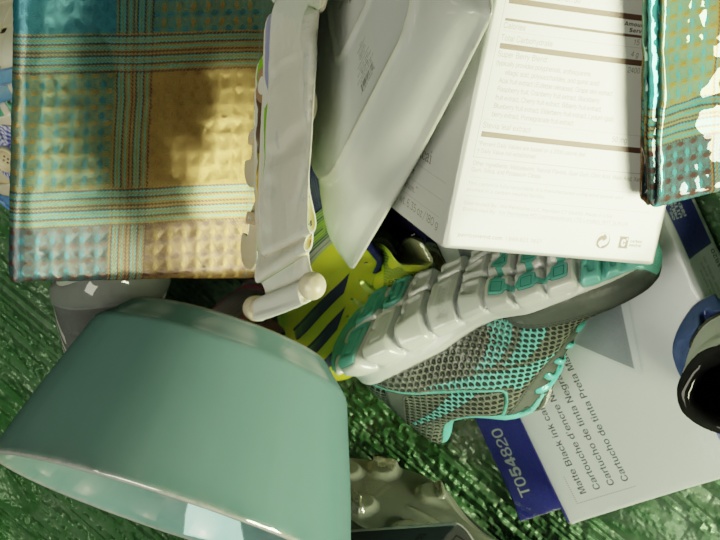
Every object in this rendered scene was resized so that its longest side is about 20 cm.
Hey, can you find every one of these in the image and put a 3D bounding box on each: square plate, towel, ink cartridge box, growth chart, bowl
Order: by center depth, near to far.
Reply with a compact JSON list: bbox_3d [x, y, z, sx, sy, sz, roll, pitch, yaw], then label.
[{"bbox_3d":[0.193,-0.136,1.181,0.022,0.146,0.201,36,133,56],"label":"towel"},{"bbox_3d":[0.006,-0.137,1.223,0.200,0.028,0.199,119,151,-49],"label":"square plate"},{"bbox_3d":[-0.036,-0.072,1.257,0.145,0.018,0.201,-171,84,-74],"label":"growth chart"},{"bbox_3d":[-0.113,-0.095,1.330,0.022,0.146,0.201,-156,68,-64],"label":"towel"},{"bbox_3d":[-0.087,0.082,1.347,0.200,0.201,0.106,10,77,32],"label":"bowl"},{"bbox_3d":[0.113,0.034,1.370,0.199,0.041,0.200,-23,96,40],"label":"ink cartridge box"}]

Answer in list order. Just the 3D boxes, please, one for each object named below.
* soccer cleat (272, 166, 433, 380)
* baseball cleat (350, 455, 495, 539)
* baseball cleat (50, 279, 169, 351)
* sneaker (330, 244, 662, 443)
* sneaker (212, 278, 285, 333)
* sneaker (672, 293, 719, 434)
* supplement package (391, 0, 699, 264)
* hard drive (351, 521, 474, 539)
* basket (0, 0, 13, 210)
[{"bbox_3d":[0.000,0.000,1.393,0.083,0.065,0.201,23,142,19],"label":"soccer cleat"},{"bbox_3d":[0.054,0.185,1.461,0.199,0.070,0.107,28,130,27],"label":"baseball cleat"},{"bbox_3d":[-0.141,0.045,1.472,0.069,0.200,0.107,-9,85,-6],"label":"baseball cleat"},{"bbox_3d":[0.084,0.032,1.329,0.199,0.078,0.091,-22,119,36],"label":"sneaker"},{"bbox_3d":[-0.065,0.114,1.492,0.075,0.105,0.201,2,112,32],"label":"sneaker"},{"bbox_3d":[0.239,0.049,1.221,0.198,0.115,0.081,-11,104,21],"label":"sneaker"},{"bbox_3d":[0.086,-0.119,1.219,0.121,0.119,0.201,-140,58,-62],"label":"supplement package"},{"bbox_3d":[0.019,0.209,1.449,0.199,0.033,0.140,-11,120,49],"label":"hard drive"},{"bbox_3d":[-0.135,-0.083,1.444,0.176,0.140,0.200,-8,139,38],"label":"basket"}]
